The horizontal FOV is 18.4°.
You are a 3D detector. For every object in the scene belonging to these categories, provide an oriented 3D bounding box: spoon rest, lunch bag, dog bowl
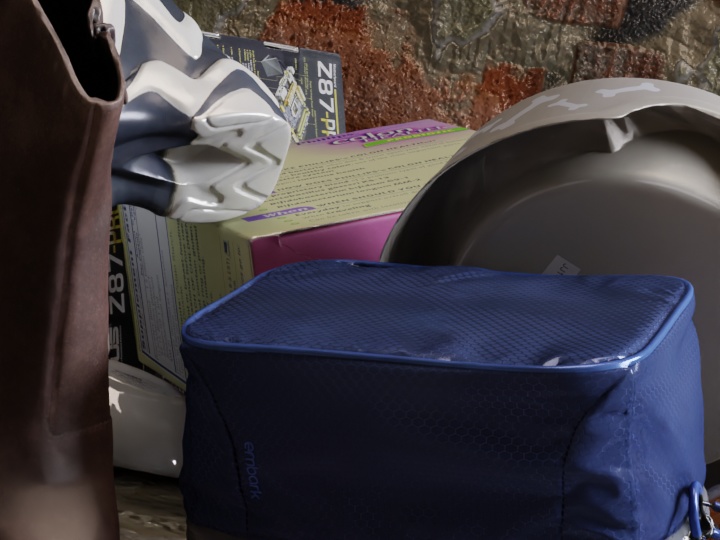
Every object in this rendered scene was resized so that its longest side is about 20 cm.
[{"bbox_3d":[-0.158,0.060,1.038,0.199,0.061,0.099,23,5,-15],"label":"spoon rest"},{"bbox_3d":[0.039,0.076,0.805,0.198,0.133,0.136,4,15,22],"label":"lunch bag"},{"bbox_3d":[0.106,0.013,0.889,0.198,0.201,0.059,11,33,6],"label":"dog bowl"}]

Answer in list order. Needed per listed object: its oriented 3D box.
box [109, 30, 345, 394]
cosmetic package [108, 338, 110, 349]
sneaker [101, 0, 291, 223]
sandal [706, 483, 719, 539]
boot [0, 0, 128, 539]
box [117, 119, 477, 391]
[{"bbox_3d":[-0.072,-0.025,1.192,0.160,0.202,0.049,2,-9,-44],"label":"box"},{"bbox_3d":[-0.156,-0.008,0.968,0.073,0.102,0.201,8,44,-19],"label":"cosmetic package"},{"bbox_3d":[-0.137,-0.083,0.922,0.198,0.080,0.130,-5,41,-30],"label":"sneaker"},{"bbox_3d":[0.201,0.132,0.834,0.205,0.080,0.059,16,6,27],"label":"sandal"},{"bbox_3d":[-0.113,0.006,0.766,0.072,0.167,0.201,-1,46,-26],"label":"boot"},{"bbox_3d":[0.000,0.000,1.036,0.175,0.098,0.200,-12,15,-21],"label":"box"}]
